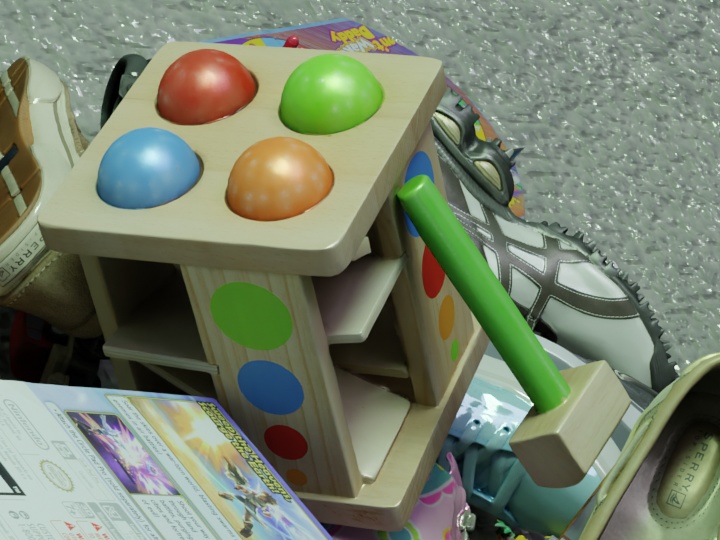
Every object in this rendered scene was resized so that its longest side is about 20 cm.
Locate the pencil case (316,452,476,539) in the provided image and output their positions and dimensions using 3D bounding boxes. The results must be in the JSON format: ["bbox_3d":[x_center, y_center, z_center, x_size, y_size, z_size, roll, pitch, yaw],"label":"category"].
[{"bbox_3d":[0.006,0.156,0.958,0.087,0.088,0.201,20,39,-17],"label":"pencil case"}]

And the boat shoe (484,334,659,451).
[{"bbox_3d":[0.123,0.079,1.149,0.199,0.070,0.066,28,22,-4],"label":"boat shoe"}]

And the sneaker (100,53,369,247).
[{"bbox_3d":[-0.057,-0.047,1.093,0.098,0.071,0.200,3,16,-27],"label":"sneaker"}]

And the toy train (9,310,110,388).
[{"bbox_3d":[-0.128,0.029,1.041,0.045,0.034,0.201,18,39,-14],"label":"toy train"}]

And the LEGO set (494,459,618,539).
[{"bbox_3d":[0.148,0.141,1.009,0.199,0.154,0.116,37,75,14],"label":"LEGO set"}]

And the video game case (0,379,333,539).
[{"bbox_3d":[-0.062,0.118,0.815,0.181,0.046,0.200,9,32,-53],"label":"video game case"}]

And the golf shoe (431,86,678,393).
[{"bbox_3d":[0.066,0.009,1.189,0.200,0.078,0.095,45,68,-2],"label":"golf shoe"}]

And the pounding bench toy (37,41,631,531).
[{"bbox_3d":[0.000,0.000,0.948,0.198,0.157,0.125,5,40,22],"label":"pounding bench toy"}]

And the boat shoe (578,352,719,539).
[{"bbox_3d":[0.102,0.127,0.905,0.073,0.063,0.202,23,70,13],"label":"boat shoe"}]

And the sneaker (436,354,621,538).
[{"bbox_3d":[0.022,0.072,1.078,0.199,0.074,0.082,29,37,14],"label":"sneaker"}]

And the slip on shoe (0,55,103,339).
[{"bbox_3d":[-0.138,-0.032,1.047,0.061,0.076,0.200,41,5,-24],"label":"slip on shoe"}]

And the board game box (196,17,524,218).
[{"bbox_3d":[0.004,-0.083,1.255,0.199,0.039,0.158,-14,58,-45],"label":"board game box"}]
